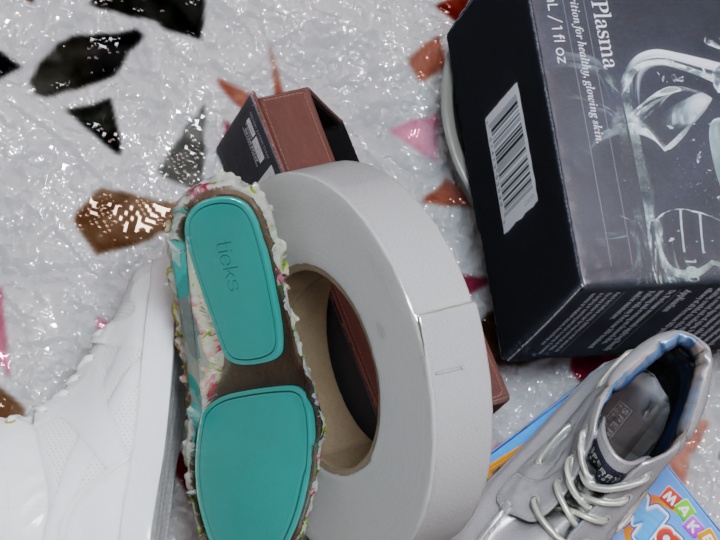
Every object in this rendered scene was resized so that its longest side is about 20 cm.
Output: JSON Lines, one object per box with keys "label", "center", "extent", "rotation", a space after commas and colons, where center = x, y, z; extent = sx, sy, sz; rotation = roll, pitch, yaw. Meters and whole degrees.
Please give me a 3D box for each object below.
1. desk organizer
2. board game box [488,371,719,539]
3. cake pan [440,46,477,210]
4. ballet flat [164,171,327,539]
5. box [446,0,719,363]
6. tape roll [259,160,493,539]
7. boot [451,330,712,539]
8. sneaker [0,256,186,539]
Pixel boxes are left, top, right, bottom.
{"label": "desk organizer", "center": [0.000, 0.000, 1.340], "extent": [0.077, 0.072, 0.200], "rotation": [-15, 74, -24]}
{"label": "board game box", "center": [0.095, 0.168, 1.319], "extent": [0.200, 0.037, 0.151], "rotation": [-35, 81, -25]}
{"label": "cake pan", "center": [0.136, -0.078, 1.431], "extent": [0.200, 0.037, 0.201], "rotation": [6, 67, -14]}
{"label": "ballet flat", "center": [-0.056, 0.049, 1.247], "extent": [0.076, 0.064, 0.200], "rotation": [-3, 99, -1]}
{"label": "box", "center": [0.169, -0.065, 1.349], "extent": [0.196, 0.124, 0.200], "rotation": [-2, 70, -20]}
{"label": "tape roll", "center": [-0.005, 0.046, 1.245], "extent": [0.037, 0.203, 0.203], "rotation": [-12, 73, -31]}
{"label": "boot", "center": [0.105, 0.109, 1.272], "extent": [0.074, 0.096, 0.200], "rotation": [37, 63, 1]}
{"label": "sneaker", "center": [-0.148, 0.070, 1.264], "extent": [0.115, 0.074, 0.200], "rotation": [1, 47, 5]}
